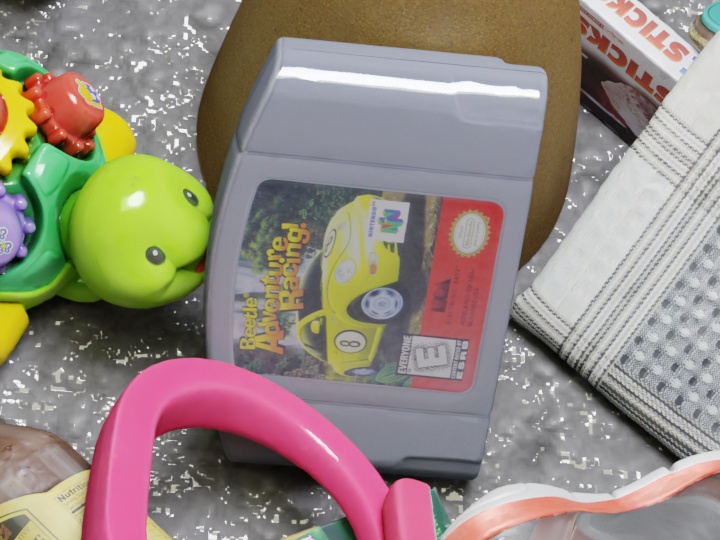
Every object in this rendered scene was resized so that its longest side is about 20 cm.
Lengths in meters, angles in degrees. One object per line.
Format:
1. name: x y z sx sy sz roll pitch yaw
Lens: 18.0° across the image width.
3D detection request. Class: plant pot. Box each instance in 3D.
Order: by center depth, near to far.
1. plant pot: 0.026 -0.109 1.032 0.186 0.200 0.187 4 62 -7

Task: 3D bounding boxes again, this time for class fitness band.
1. fitness band: -0.040 0.108 0.899 0.143 0.037 0.200 20 29 -13

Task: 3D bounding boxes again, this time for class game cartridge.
1. game cartridge: 0.000 0.000 0.976 0.133 0.200 0.041 6 28 -3

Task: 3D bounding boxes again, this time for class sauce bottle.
1. sauce bottle: -0.121 0.110 0.920 0.200 0.065 0.065 40 63 20

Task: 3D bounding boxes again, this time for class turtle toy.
1. turtle toy: -0.157 -0.038 1.019 0.200 0.101 0.146 25 61 5

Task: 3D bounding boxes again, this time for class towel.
1. towel: 0.198 0.002 1.034 0.192 0.035 0.200 40 99 13

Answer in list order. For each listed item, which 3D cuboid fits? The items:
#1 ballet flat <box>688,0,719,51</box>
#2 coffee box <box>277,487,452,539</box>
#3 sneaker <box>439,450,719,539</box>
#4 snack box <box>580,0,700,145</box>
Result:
1. ballet flat: 0.245 -0.108 1.131 0.200 0.071 0.071 -14 64 -29
2. coffee box: -0.037 0.180 0.951 0.200 0.044 0.123 -16 65 -17
3. sneaker: 0.128 0.134 0.960 0.200 0.077 0.082 -6 38 -29
4. snack box: 0.171 -0.062 1.101 0.200 0.072 0.024 43 65 14
